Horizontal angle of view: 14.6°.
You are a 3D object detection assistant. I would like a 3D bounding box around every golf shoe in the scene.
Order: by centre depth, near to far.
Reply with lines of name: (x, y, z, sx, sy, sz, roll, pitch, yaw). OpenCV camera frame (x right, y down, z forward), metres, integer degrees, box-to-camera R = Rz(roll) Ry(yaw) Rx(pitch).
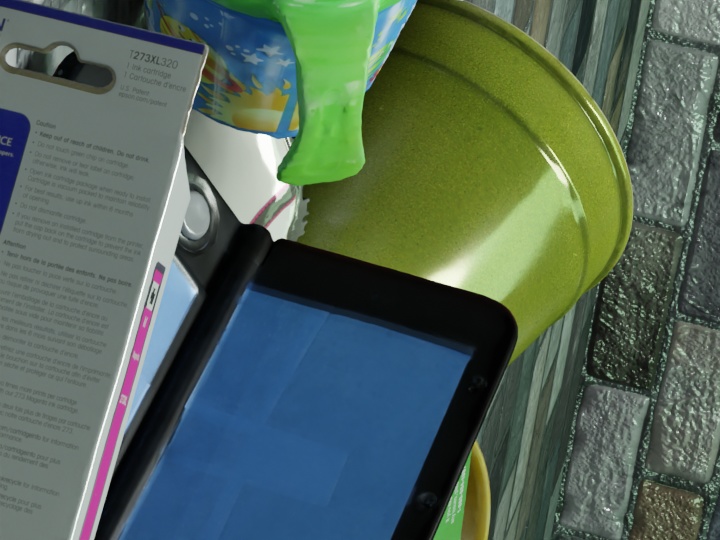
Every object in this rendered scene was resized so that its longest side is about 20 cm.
golf shoe: (-0.076, 0.002, 1.202, 0.088, 0.077, 0.200, -30, 131, -58)

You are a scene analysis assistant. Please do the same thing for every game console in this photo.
game console: (-0.056, 0.034, 1.004, 0.172, 0.119, 0.200, 55, 43, -33)

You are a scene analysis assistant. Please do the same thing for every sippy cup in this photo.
sippy cup: (-0.032, -0.125, 1.117, 0.178, 0.140, 0.130, -61, 172, -32)

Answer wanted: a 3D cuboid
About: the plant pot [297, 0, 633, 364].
plant pot: (0.000, 0.000, 1.343, 0.193, 0.200, 0.201, -53, 158, -38)

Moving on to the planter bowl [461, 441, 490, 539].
planter bowl: (-0.026, 0.152, 1.562, 0.200, 0.083, 0.201, -21, 122, -39)

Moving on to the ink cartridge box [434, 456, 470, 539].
ink cartridge box: (-0.042, 0.163, 1.391, 0.200, 0.083, 0.147, -35, 144, -39)

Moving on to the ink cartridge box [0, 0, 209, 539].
ink cartridge box: (-0.117, 0.014, 0.911, 0.037, 0.095, 0.200, 40, 65, -78)
